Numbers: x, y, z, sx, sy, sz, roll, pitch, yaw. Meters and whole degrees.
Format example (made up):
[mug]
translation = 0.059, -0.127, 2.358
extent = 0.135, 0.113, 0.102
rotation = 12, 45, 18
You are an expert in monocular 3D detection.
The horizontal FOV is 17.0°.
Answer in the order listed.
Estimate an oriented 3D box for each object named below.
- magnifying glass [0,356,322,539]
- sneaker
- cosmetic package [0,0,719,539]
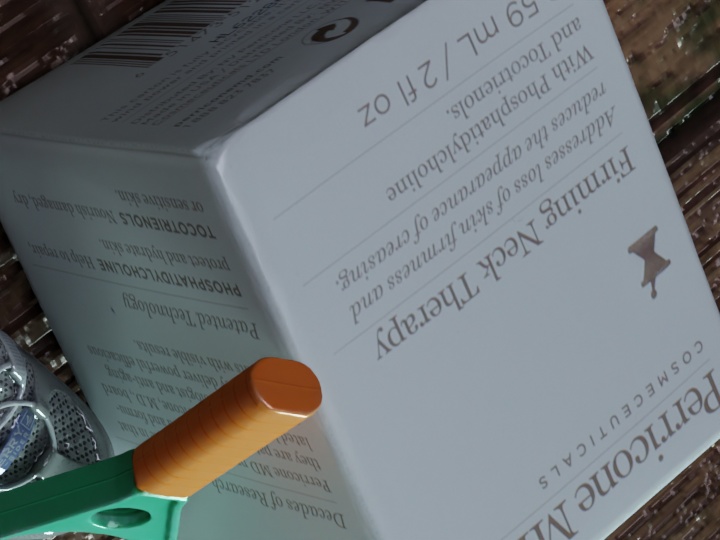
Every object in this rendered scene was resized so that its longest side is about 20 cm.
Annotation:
[magnifying glass]
translation = -0.075, 0.074, 0.789
extent = 0.079, 0.200, 0.022
rotation = 11, 59, -31
[sneaker]
translation = -0.149, 0.043, 0.794
extent = 0.200, 0.082, 0.075
rotation = 36, 77, -42
[cosmetic package]
translation = 0.000, 0.000, 0.841
extent = 0.167, 0.166, 0.200
rotation = -37, 116, -28
